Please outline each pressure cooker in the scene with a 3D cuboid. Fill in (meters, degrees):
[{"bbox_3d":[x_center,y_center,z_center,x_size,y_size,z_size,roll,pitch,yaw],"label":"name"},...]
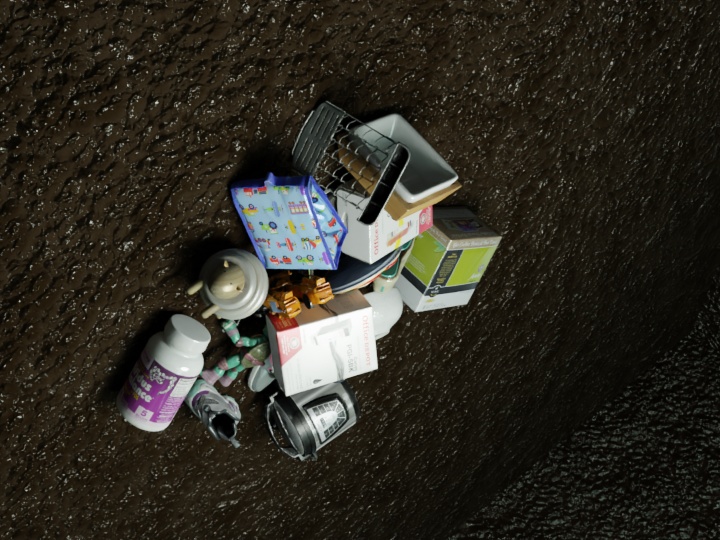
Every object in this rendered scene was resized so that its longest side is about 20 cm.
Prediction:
[{"bbox_3d":[-0.121,0.321,1.895,0.199,0.176,0.180,-30,152,-22],"label":"pressure cooker"}]

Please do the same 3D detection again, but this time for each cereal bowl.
[{"bbox_3d":[0.005,0.112,1.820,0.198,0.084,0.200,-21,168,-4],"label":"cereal bowl"}]

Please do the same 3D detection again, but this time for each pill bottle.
[{"bbox_3d":[-0.356,0.184,1.535,0.112,0.112,0.201,11,116,-53],"label":"pill bottle"}]

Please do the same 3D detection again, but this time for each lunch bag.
[{"bbox_3d":[-0.129,-0.095,1.464,0.201,0.148,0.095,63,35,-50],"label":"lunch bag"}]

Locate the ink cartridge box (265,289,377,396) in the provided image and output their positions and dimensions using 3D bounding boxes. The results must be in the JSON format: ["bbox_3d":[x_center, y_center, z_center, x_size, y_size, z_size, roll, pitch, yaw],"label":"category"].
[{"bbox_3d":[-0.073,0.139,1.635,0.197,0.083,0.149,-15,117,-17],"label":"ink cartridge box"}]

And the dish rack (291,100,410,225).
[{"bbox_3d":[-0.023,-0.191,1.448,0.155,0.199,0.055,-60,173,17],"label":"dish rack"}]

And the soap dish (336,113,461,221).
[{"bbox_3d":[0.067,-0.189,1.543,0.156,0.200,0.082,-27,156,-40],"label":"soap dish"}]

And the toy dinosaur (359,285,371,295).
[{"bbox_3d":[-0.009,0.037,1.809,0.200,0.058,0.101,-47,180,-5],"label":"toy dinosaur"}]

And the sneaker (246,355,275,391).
[{"bbox_3d":[-0.146,0.207,1.793,0.201,0.121,0.083,-50,147,5],"label":"sneaker"}]

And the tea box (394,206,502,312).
[{"bbox_3d":[0.185,-0.029,1.914,0.198,0.134,0.198,-5,130,-47],"label":"tea box"}]

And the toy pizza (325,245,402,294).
[{"bbox_3d":[0.000,0.000,1.698,0.199,0.200,0.032,-35,108,-19],"label":"toy pizza"}]

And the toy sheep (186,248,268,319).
[{"bbox_3d":[-0.229,0.026,1.507,0.138,0.138,0.200,-48,177,3],"label":"toy sheep"}]

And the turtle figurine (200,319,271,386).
[{"bbox_3d":[-0.225,0.149,1.669,0.200,0.101,0.150,-42,142,8],"label":"turtle figurine"}]

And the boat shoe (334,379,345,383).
[{"bbox_3d":[-0.041,0.197,1.846,0.200,0.073,0.063,-50,144,-77],"label":"boat shoe"}]

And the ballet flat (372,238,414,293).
[{"bbox_3d":[0.070,-0.025,1.787,0.201,0.069,0.070,-62,165,-45],"label":"ballet flat"}]

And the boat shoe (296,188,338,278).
[{"bbox_3d":[-0.071,-0.064,1.648,0.071,0.061,0.203,-14,135,-39],"label":"boat shoe"}]

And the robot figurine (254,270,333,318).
[{"bbox_3d":[-0.137,0.042,1.594,0.144,0.199,0.059,-23,106,-25],"label":"robot figurine"}]

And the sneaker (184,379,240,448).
[{"bbox_3d":[-0.281,0.317,1.735,0.078,0.140,0.200,-45,147,-3],"label":"sneaker"}]

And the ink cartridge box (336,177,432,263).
[{"bbox_3d":[0.051,-0.123,1.650,0.199,0.083,0.147,-31,131,-39],"label":"ink cartridge box"}]
